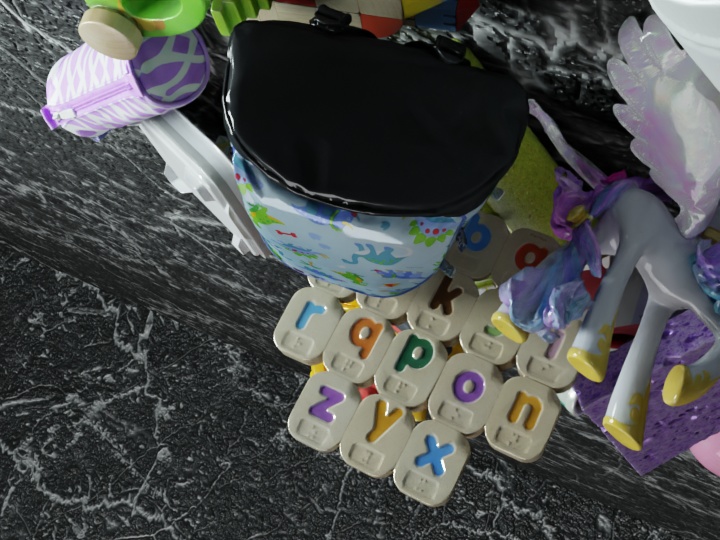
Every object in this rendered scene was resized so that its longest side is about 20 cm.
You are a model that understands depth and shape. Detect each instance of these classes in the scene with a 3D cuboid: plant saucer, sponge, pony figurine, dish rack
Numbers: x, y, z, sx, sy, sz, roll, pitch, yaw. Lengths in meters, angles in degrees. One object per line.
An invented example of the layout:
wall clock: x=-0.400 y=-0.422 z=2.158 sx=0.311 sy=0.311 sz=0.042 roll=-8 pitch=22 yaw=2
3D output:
plant saucer: x=0.059 y=-0.052 z=0.728 sx=0.200 sy=0.048 sz=0.199 roll=47 pitch=149 yaw=-19
sponge: x=0.228 y=0.092 z=0.705 sx=0.200 sy=0.110 sz=0.030 roll=42 pitch=-159 yaw=-54
pony figurine: x=0.169 y=-0.026 z=0.578 sx=0.193 sy=0.201 sz=0.166 roll=41 pitch=166 yaw=-9
dish rack: x=-0.163 y=-0.098 z=0.963 sx=0.200 sy=0.043 sz=0.172 roll=42 pitch=168 yaw=33

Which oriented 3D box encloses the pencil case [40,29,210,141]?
pencil case: x=-0.212 y=-0.168 z=0.847 sx=0.198 sy=0.085 sz=0.085 roll=-5 pitch=114 yaw=51

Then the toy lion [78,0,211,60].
toy lion: x=-0.167 y=-0.228 z=0.636 sx=0.189 sy=0.070 sz=0.200 roll=4 pitch=157 yaw=38

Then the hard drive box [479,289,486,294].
hard drive box: x=0.029 y=-0.051 z=0.915 sx=0.198 sy=0.078 sz=0.155 roll=31 pitch=165 yaw=-22

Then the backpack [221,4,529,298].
backpack: x=0.001 y=-0.058 z=0.576 sx=0.160 sy=0.157 sz=0.200 roll=12 pitch=-174 yaw=-2

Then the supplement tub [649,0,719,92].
supplement tub: x=0.199 y=-0.088 z=0.346 sx=0.199 sy=0.134 sz=0.131 roll=34 pitch=164 yaw=-36

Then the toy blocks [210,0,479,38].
toy blocks: x=-0.005 y=-0.173 z=0.508 sx=0.134 sy=0.102 sz=0.200 roll=10 pitch=165 yaw=9

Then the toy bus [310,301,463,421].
toy bus: x=0.009 y=0.087 z=1.042 sx=0.197 sy=0.138 sz=0.191 roll=12 pitch=-159 yaw=29

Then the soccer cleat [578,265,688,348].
soccer cleat: x=0.222 y=0.022 z=0.687 sx=0.196 sy=0.078 sz=0.067 roll=-10 pitch=162 yaw=-8

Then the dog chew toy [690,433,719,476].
dog chew toy: x=0.328 y=0.122 z=0.945 sx=0.197 sy=0.126 sz=0.125 roll=24 pitch=167 yaw=9

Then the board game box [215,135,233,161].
board game box: x=-0.063 y=-0.076 z=1.076 sx=0.133 sy=0.035 sz=0.200 roll=16 pitch=164 yaw=34

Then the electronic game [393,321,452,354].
electronic game: x=0.000 y=0.000 z=0.790 sx=0.200 sy=0.042 sz=0.200 roll=44 pitch=172 yaw=7

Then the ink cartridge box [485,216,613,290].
ink cartridge box: x=0.167 y=0.001 z=0.810 sx=0.115 sy=0.068 sz=0.202 roll=18 pitch=144 yaw=26

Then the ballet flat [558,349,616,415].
ballet flat: x=0.241 y=0.063 z=0.756 sx=0.197 sy=0.070 sz=0.070 roll=-23 pitch=155 yaw=8

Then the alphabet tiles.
alphabet tiles: x=0.045 y=0.045 z=0.639 sx=0.197 sy=0.198 sz=0.015 roll=21 pitch=160 yaw=21
